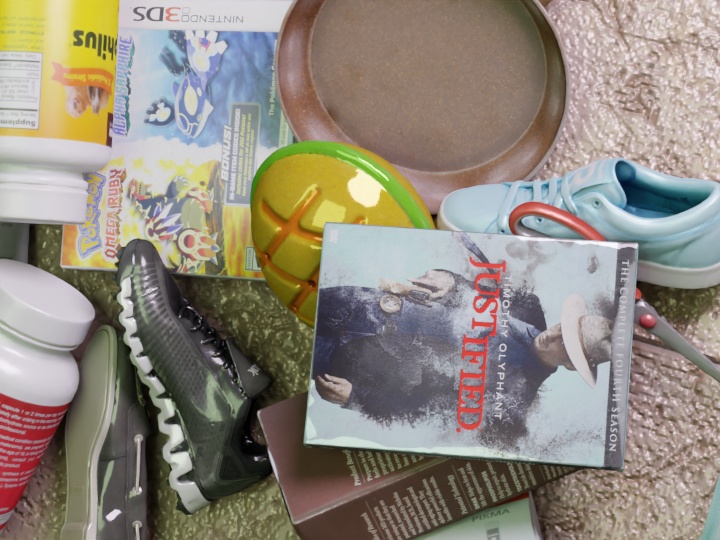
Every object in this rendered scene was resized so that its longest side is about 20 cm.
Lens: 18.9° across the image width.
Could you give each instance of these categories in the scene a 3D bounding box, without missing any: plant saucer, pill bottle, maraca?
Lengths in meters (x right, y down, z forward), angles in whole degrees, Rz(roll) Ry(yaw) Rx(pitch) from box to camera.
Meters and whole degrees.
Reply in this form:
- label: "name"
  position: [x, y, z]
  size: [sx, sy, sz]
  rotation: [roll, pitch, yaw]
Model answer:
- label: "plant saucer"
  position: [0.042, -0.132, 1.448]
  size: [0.200, 0.035, 0.201]
  rotation: [5, 121, 9]
- label: "pill bottle"
  position: [-0.272, 0.097, 1.554]
  size: [0.112, 0.112, 0.200]
  rotation: [35, 105, 19]
- label: "pill bottle"
  position: [-0.225, -0.134, 1.510]
  size: [0.109, 0.109, 0.200]
  rotation: [3, 89, 21]
- label: "maraca"
  position: [0.000, 0.000, 1.453]
  size: [0.137, 0.107, 0.200]
  rotation: [-10, 117, 40]

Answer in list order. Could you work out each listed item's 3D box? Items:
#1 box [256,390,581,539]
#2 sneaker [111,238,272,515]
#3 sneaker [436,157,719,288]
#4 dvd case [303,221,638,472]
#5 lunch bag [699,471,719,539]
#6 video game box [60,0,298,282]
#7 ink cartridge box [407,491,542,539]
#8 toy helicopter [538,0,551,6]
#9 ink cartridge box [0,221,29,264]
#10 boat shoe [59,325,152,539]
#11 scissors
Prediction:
- label: "box"
  position: [0.044, 0.109, 1.410]
  size: [0.200, 0.075, 0.100]
  rotation: [-21, 47, 0]
- label: "sneaker"
  position: [-0.110, 0.067, 1.517]
  size: [0.090, 0.066, 0.200]
  rotation: [-14, 99, 10]
- label: "sneaker"
  position: [0.147, -0.045, 1.410]
  size: [0.200, 0.074, 0.082]
  rotation: [5, 132, 12]
- label: "dvd case"
  position: [0.069, 0.047, 1.355]
  size: [0.200, 0.022, 0.146]
  rotation: [5, 79, 5]
- label: "lunch bag"
  position: [0.294, 0.179, 1.334]
  size: [0.170, 0.122, 0.200]
  rotation: [21, 103, 19]
- label: "video game box"
  position: [-0.121, -0.095, 1.547]
  size: [0.182, 0.047, 0.200]
  rotation: [3, 89, 24]
- label: "ink cartridge box"
  position: [0.039, 0.183, 1.410]
  size: [0.162, 0.050, 0.200]
  rotation: [-16, 64, 8]
- label: "toy helicopter"
  position: [0.054, -0.248, 1.444]
  size: [0.200, 0.132, 0.079]
  rotation: [44, 123, 6]
- label: "ink cartridge box"
  position: [-0.323, -0.095, 1.602]
  size: [0.146, 0.083, 0.200]
  rotation: [2, 89, 26]
- label: "boat shoe"
  position: [-0.177, 0.141, 1.561]
  size: [0.067, 0.057, 0.200]
  rotation: [0, 83, 57]
- label: "scissors"
  position: [0.179, 0.021, 1.392]
  size: [0.200, 0.014, 0.073]
  rotation: [28, 129, 1]
